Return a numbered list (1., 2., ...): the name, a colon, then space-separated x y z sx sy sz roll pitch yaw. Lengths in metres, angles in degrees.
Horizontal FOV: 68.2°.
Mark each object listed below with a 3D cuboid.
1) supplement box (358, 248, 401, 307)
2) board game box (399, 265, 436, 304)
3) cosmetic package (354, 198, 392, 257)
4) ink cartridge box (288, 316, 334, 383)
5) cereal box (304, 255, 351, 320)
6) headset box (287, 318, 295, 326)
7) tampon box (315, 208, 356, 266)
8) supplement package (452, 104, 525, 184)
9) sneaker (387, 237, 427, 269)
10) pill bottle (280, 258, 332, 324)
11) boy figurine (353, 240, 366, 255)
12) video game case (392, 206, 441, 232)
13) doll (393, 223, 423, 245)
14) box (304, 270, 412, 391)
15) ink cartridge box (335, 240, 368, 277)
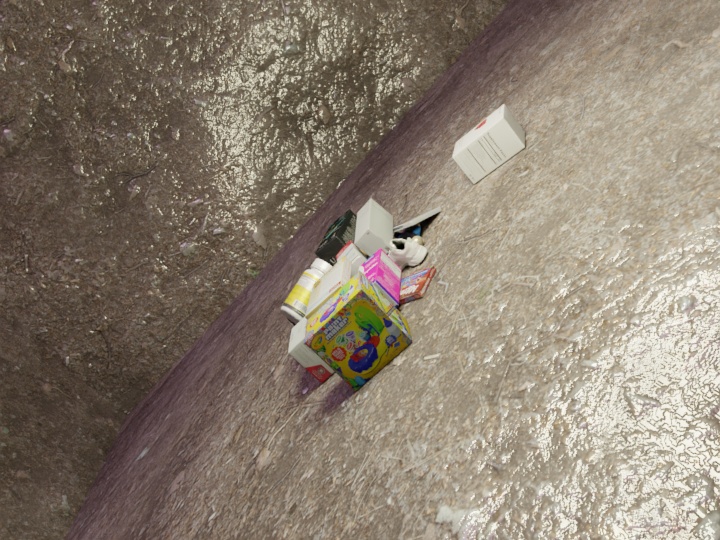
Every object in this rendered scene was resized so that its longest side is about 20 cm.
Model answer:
1. supplement box: 0.050 0.042 1.539 0.101 0.103 0.201 -40 16 24
2. board game box: 0.129 0.054 1.525 0.198 0.019 0.104 -25 29 52
3. cosmetic package: 0.046 -0.135 1.763 0.081 0.112 0.202 -42 22 29
4. ink cartridge box: -0.091 0.186 1.550 0.199 0.145 0.145 -41 17 13
5. cereal box: -0.089 0.054 1.523 0.143 0.039 0.201 -41 18 19
6. headset box: -0.173 0.118 2.023 0.147 0.075 0.202 -24 28 52
7. tampon box: -0.075 -0.123 2.233 0.149 0.126 0.202 -33 22 38
8. supplement package: 0.405 -0.398 1.678 0.198 0.120 0.122 -35 19 34
9. sneaker: 0.116 -0.054 1.656 0.198 0.099 0.079 -28 24 47
10. pill bottle: -0.156 0.073 1.685 0.203 0.114 0.114 -57 19 -17
11. boy figurine: 0.027 -0.102 2.048 0.125 0.065 0.199 -47 13 -9
12. video game case: 0.169 -0.165 1.820 0.141 0.018 0.198 -28 6 -30
13. doll: 0.153 -0.101 1.758 0.137 0.048 0.199 -48 17 -8
14. box: -0.007 0.151 1.341 0.199 0.192 0.123 -42 17 13
15. ink cartridge box: 0.000 0.000 1.739 0.083 0.146 0.200 -43 17 5
